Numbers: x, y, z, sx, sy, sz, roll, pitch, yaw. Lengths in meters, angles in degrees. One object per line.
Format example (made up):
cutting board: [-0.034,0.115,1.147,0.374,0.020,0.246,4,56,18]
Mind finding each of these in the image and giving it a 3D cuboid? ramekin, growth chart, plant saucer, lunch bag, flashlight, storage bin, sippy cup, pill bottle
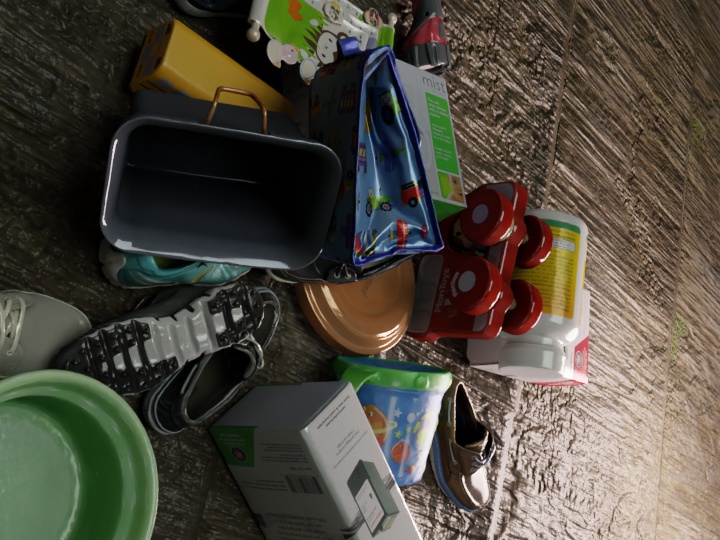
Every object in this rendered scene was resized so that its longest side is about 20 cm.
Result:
ramekin: [-0.269,0.181,0.701,0.199,0.097,0.203,9,78,-46]
growth chart: [-0.036,-0.253,0.945,0.199,0.018,0.146,20,61,-38]
plant saucer: [0.000,0.000,1.056,0.199,0.032,0.203,16,67,-43]
lunch bag: [-0.005,-0.115,0.837,0.093,0.150,0.203,-11,99,-19]
flashlight: [0.076,-0.361,1.188,0.067,0.068,0.203,-8,85,-13]
storage bin: [-0.132,-0.103,0.809,0.198,0.135,0.147,6,119,-21]
sippy cup: [0.030,0.171,1.015,0.176,0.139,0.132,7,90,-22]
pill bottle: [0.229,0.033,1.147,0.112,0.112,0.202,22,70,-43]

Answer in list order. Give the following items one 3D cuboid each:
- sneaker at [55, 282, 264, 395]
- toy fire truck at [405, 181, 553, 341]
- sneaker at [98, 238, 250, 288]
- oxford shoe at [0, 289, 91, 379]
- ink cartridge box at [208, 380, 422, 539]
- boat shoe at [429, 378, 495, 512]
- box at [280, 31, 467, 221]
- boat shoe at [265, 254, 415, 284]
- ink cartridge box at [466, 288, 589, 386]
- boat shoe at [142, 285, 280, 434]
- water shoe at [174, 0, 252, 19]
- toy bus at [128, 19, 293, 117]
sneaker: [-0.190,0.060,0.817,0.199,0.090,0.067,-22,108,-36]
toy fire truck: [0.134,-0.011,1.097,0.112,0.167,0.202,24,73,-41]
sneaker: [-0.155,-0.019,0.869,0.199,0.079,0.078,-16,96,-48]
oxford shoe: [-0.301,0.045,0.717,0.199,0.057,0.076,17,68,-47]
ink cartridge box: [-0.044,0.220,0.906,0.084,0.145,0.202,-41,114,-44]
boat shoe: [0.131,0.228,1.148,0.072,0.072,0.202,-41,114,-42]
box: [0.015,-0.154,1.039,0.199,0.096,0.179,10,66,-43]
boat shoe: [-0.010,-0.021,0.966,0.198,0.066,0.075,-4,105,-42]
ink cartridge box: [0.248,0.081,1.289,0.199,0.082,0.149,18,71,-45]
boat shoe: [-0.128,0.090,0.883,0.200,0.070,0.073,-54,127,-39]
water shoe: [-0.111,-0.311,0.960,0.199,0.078,0.072,-29,106,-46]
toy bus: [-0.138,-0.169,0.910,0.199,0.078,0.066,30,63,-41]
